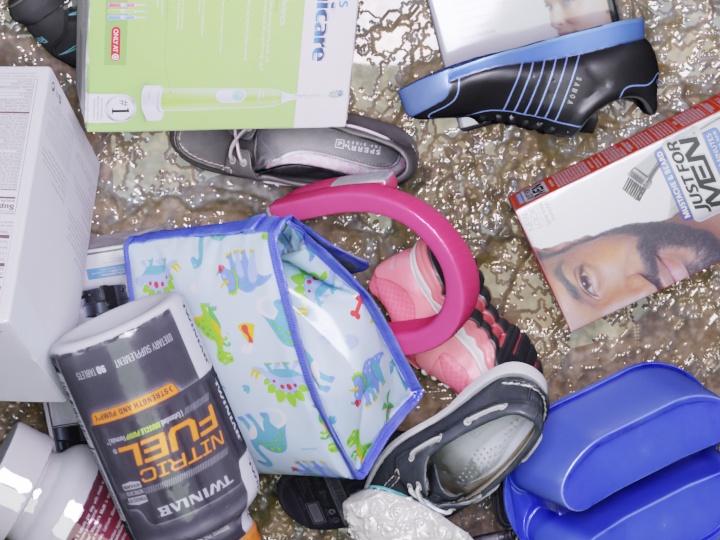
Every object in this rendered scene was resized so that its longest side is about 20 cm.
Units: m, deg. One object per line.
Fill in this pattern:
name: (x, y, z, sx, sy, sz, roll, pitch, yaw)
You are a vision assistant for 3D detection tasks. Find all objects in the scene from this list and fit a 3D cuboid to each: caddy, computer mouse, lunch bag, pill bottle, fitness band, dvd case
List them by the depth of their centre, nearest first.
pill bottle: (-0.138, 0.125, 1.274, 0.105, 0.106, 0.201, -22, 100, 4)
lunch bag: (-0.074, 0.048, 1.331, 0.169, 0.128, 0.201, -6, 125, 40)
pill bottle: (-0.195, 0.202, 1.355, 0.199, 0.110, 0.110, 30, 100, -12)
fitness band: (0.000, 0.000, 1.356, 0.199, 0.037, 0.145, -7, 112, 39)
dvd case: (0.121, -0.222, 1.373, 0.141, 0.018, 0.202, -15, 101, 4)
caddy: (0.210, 0.159, 1.403, 0.199, 0.105, 0.142, -23, 110, -16)
computer mouse: (0.040, 0.179, 1.443, 0.198, 0.046, 0.141, -19, 121, 16)

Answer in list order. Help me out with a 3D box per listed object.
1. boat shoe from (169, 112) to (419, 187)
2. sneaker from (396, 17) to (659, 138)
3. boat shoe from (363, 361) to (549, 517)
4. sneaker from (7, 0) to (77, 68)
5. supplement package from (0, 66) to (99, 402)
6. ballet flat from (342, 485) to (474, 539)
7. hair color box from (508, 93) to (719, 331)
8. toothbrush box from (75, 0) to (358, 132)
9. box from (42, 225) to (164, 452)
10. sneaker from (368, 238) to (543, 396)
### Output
boat shoe: (-0.052, -0.099, 1.379, 0.198, 0.057, 0.068, 6, 102, -2)
sneaker: (0.131, -0.133, 1.348, 0.198, 0.070, 0.079, -14, 96, 2)
boat shoe: (0.067, 0.151, 1.358, 0.075, 0.061, 0.200, 31, 119, -14)
sneaker: (-0.171, -0.232, 1.354, 0.199, 0.076, 0.079, -31, 116, 11)
supplement package: (-0.291, -0.025, 1.294, 0.149, 0.152, 0.202, 1, 65, 8)
ballet flat: (0.070, 0.237, 1.350, 0.199, 0.072, 0.072, 33, 100, -12)
hair color box: (0.230, -0.048, 1.388, 0.199, 0.064, 0.112, -26, 102, 6)
toothbrush box: (-0.107, -0.186, 1.304, 0.198, 0.086, 0.147, -2, 121, -13)
box: (-0.197, 0.075, 1.413, 0.115, 0.060, 0.202, -7, 102, 2)
sneaker: (0.078, 0.062, 1.418, 0.086, 0.074, 0.201, -19, 111, 35)
